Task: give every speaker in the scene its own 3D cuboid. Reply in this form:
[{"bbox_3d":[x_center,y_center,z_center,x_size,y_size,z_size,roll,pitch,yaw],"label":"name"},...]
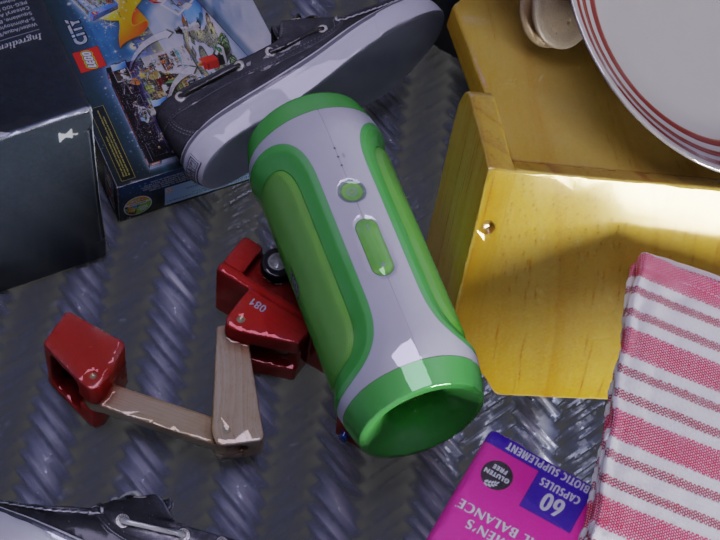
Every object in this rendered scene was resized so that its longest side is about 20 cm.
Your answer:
[{"bbox_3d":[0.000,0.000,1.042,0.088,0.089,0.201,-14,59,-13],"label":"speaker"}]

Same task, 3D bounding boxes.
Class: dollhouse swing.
[{"bbox_3d":[0.132,-0.047,1.123,0.198,0.183,0.176,3,28,-18],"label":"dollhouse swing"}]

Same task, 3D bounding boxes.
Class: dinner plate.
[{"bbox_3d":[0.194,-0.142,1.078,0.198,0.024,0.202,15,60,-28],"label":"dinner plate"}]

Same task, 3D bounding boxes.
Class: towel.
[{"bbox_3d":[0.195,0.092,0.992,0.145,0.030,0.201,21,53,-6],"label":"towel"}]

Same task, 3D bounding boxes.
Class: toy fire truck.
[{"bbox_3d":[-0.067,0.058,1.080,0.199,0.049,0.141,30,60,14],"label":"toy fire truck"}]

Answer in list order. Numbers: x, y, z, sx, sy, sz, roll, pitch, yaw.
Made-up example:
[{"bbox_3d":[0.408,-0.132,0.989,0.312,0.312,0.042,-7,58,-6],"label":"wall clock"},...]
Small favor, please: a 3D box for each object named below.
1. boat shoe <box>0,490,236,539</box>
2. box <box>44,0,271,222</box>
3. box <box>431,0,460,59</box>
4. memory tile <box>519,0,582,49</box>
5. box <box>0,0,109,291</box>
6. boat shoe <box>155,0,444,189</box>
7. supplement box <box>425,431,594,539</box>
[{"bbox_3d":[-0.120,0.152,1.001,0.198,0.072,0.068,17,59,4],"label":"boat shoe"},{"bbox_3d":[-0.128,-0.138,1.209,0.135,0.038,0.201,-18,60,-16],"label":"box"},{"bbox_3d":[0.122,-0.261,1.197,0.198,0.199,0.124,-18,24,-16],"label":"box"},{"bbox_3d":[0.132,-0.242,1.079,0.153,0.202,0.017,-30,28,-30],"label":"memory tile"},{"bbox_3d":[-0.236,-0.109,1.116,0.106,0.149,0.201,-20,60,-16],"label":"box"},{"bbox_3d":[-0.039,-0.124,1.151,0.199,0.070,0.066,-35,68,-19],"label":"boat shoe"},{"bbox_3d":[0.060,0.202,0.965,0.100,0.104,0.201,27,60,12],"label":"supplement box"}]
